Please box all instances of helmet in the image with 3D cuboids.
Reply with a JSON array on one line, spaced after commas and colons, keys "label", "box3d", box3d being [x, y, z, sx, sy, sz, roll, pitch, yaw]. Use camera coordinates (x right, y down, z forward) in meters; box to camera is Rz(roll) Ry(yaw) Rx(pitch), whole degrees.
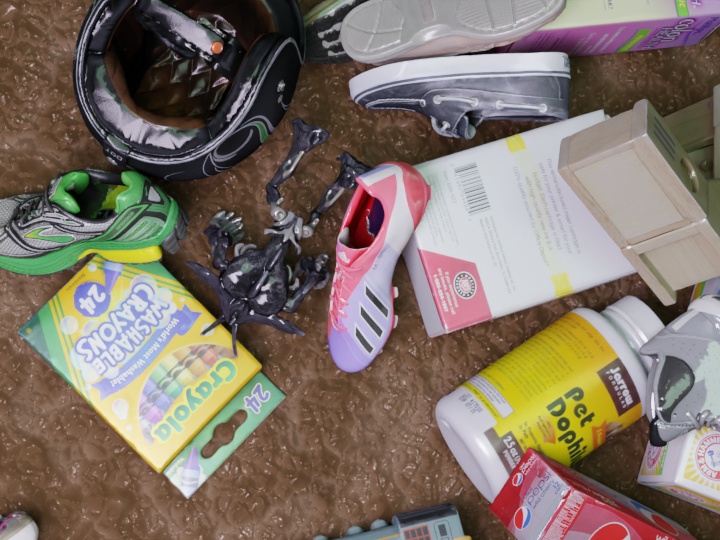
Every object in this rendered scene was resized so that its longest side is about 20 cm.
[{"label": "helmet", "box3d": [-0.141, -0.174, 1.126, 0.198, 0.191, 0.202, 1, 101, 4]}]

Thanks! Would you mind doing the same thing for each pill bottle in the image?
[{"label": "pill bottle", "box3d": [0.171, 0.106, 1.160, 0.199, 0.109, 0.110, -33, 87, -10]}]

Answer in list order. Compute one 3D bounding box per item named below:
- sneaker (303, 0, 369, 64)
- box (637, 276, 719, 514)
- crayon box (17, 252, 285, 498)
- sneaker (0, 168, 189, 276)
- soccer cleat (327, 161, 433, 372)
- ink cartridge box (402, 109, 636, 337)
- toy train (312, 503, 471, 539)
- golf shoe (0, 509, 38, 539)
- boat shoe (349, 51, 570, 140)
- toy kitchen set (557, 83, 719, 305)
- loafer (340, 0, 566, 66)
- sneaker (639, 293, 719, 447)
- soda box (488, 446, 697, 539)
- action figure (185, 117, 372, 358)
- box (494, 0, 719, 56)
[{"label": "sneaker", "box3d": [0.008, -0.264, 1.231, 0.200, 0.077, 0.089, -37, 56, -9]}, {"label": "box", "box3d": [0.332, 0.110, 1.183, 0.112, 0.101, 0.201, 19, 80, -4]}, {"label": "crayon box", "box3d": [-0.174, 0.080, 1.153, 0.200, 0.052, 0.126, 44, 79, 1]}, {"label": "sneaker", "box3d": [-0.244, -0.052, 1.120, 0.199, 0.085, 0.078, -7, 54, 22]}, {"label": "soccer cleat", "box3d": [0.000, 0.000, 1.135, 0.076, 0.201, 0.067, -11, 40, -45]}, {"label": "ink cartridge box", "box3d": [0.138, -0.039, 1.191, 0.199, 0.083, 0.146, -17, 84, -9]}, {"label": "toy train", "box3d": [0.012, 0.269, 1.137, 0.199, 0.085, 0.115, -12, 71, -7]}, {"label": "golf shoe", "box3d": [-0.320, 0.285, 1.098, 0.092, 0.073, 0.200, 41, 89, -6]}, {"label": "boat shoe", "box3d": [0.085, -0.148, 1.186, 0.198, 0.072, 0.068, -2, 88, 16]}, {"label": "toy kitchen set", "box3d": [0.284, -0.119, 1.112, 0.180, 0.163, 0.201, 45, 40, -31]}, {"label": "loafer", "box3d": [0.083, -0.218, 1.165, 0.199, 0.063, 0.072, -10, 77, 18]}, {"label": "sneaker", "box3d": [0.294, 0.129, 1.094, 0.115, 0.075, 0.201, -32, 76, -5]}, {"label": "soda box", "box3d": [0.204, 0.219, 1.119, 0.199, 0.070, 0.064, 30, 97, -33]}, {"label": "action figure", "box3d": [-0.072, -0.022, 1.157, 0.118, 0.102, 0.201, 33, 84, -7]}, {"label": "box", "box3d": [0.216, -0.294, 1.233, 0.198, 0.097, 0.177, -7, 83, -7]}]
